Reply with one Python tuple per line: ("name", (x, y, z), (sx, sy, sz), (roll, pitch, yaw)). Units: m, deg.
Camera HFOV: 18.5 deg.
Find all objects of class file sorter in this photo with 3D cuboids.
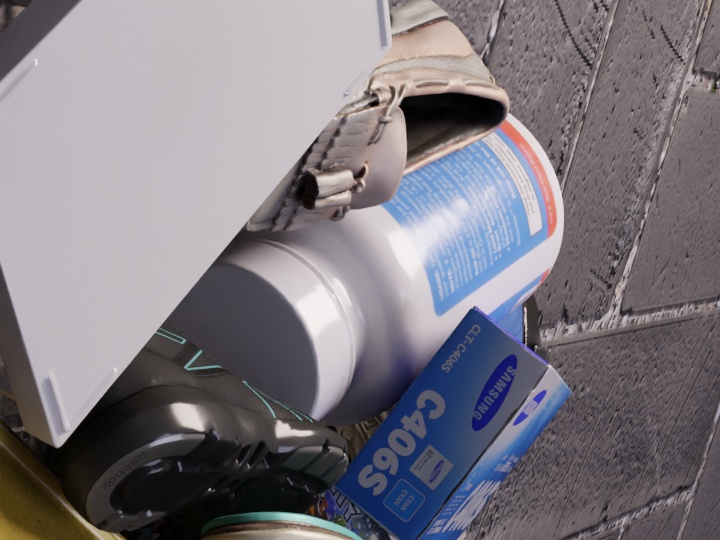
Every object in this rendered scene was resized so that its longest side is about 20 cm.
("file sorter", (-0.096, -0.078, 0.697), (0.200, 0.124, 0.139), (-52, 151, -32))

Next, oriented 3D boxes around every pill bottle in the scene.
("pill bottle", (0.000, 0.000, 0.972), (0.200, 0.112, 0.113), (-33, 137, -53))

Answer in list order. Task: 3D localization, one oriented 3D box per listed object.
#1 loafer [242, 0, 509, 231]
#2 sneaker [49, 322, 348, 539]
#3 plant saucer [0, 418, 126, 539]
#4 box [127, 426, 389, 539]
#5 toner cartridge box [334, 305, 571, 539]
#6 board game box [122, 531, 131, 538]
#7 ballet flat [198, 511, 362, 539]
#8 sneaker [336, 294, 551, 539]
("loafer", (0.005, -0.058, 0.898), (0.072, 0.063, 0.200), (-56, 171, 33))
("sneaker", (-0.063, 0.054, 0.817), (0.075, 0.079, 0.200), (-38, 159, 4))
("plant saucer", (-0.097, 0.136, 0.724), (0.048, 0.201, 0.200), (-33, 125, 9))
("box", (-0.026, 0.167, 0.996), (0.201, 0.037, 0.137), (64, 36, -22))
("toner cartridge box", (0.046, 0.073, 0.979), (0.095, 0.043, 0.200), (-53, 170, 0))
("board game box", (-0.085, 0.154, 1.016), (0.200, 0.030, 0.096), (-30, 133, -59))
("ballet flat", (-0.016, 0.139, 0.858), (0.070, 0.069, 0.200), (-66, 162, -8))
("sneaker", (0.038, 0.081, 1.153), (0.111, 0.076, 0.201), (41, 65, -54))
